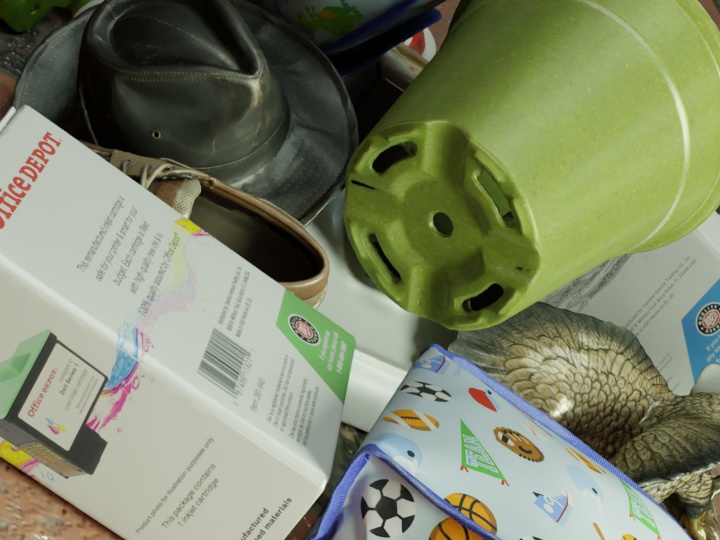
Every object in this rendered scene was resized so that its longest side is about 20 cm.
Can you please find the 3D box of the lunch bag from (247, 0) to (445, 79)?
[{"bbox_3d":[-0.005,-0.197,1.159,0.128,0.199,0.170,60,37,-7],"label":"lunch bag"}]

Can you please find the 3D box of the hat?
[{"bbox_3d":[-0.093,-0.106,1.014,0.199,0.081,0.202,4,52,-5],"label":"hat"}]

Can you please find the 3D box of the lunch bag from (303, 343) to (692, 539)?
[{"bbox_3d":[0.074,0.150,0.851,0.199,0.124,0.170,31,21,3],"label":"lunch bag"}]

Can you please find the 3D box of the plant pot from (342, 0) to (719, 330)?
[{"bbox_3d":[0.087,-0.062,1.046,0.200,0.200,0.190,42,42,9],"label":"plant pot"}]

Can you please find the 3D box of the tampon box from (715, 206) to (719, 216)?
[{"bbox_3d":[0.300,-0.052,1.346,0.126,0.200,0.150,37,26,-4],"label":"tampon box"}]

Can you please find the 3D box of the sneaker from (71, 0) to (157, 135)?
[{"bbox_3d":[-0.099,-0.088,1.108,0.200,0.077,0.082,39,28,1],"label":"sneaker"}]

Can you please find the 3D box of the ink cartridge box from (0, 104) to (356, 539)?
[{"bbox_3d":[-0.108,0.033,0.835,0.199,0.084,0.145,35,22,-10],"label":"ink cartridge box"}]

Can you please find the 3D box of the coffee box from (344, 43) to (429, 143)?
[{"bbox_3d":[0.035,-0.091,1.281,0.114,0.080,0.200,33,14,-11],"label":"coffee box"}]

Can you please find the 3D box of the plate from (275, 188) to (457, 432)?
[{"bbox_3d":[0.000,0.000,1.065,0.199,0.032,0.201,25,43,-33],"label":"plate"}]

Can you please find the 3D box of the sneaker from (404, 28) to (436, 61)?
[{"bbox_3d":[-0.010,-0.253,1.513,0.200,0.078,0.116,51,-5,30],"label":"sneaker"}]

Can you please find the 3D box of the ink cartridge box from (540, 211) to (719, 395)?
[{"bbox_3d":[0.185,0.015,1.257,0.084,0.145,0.200,10,36,-53],"label":"ink cartridge box"}]

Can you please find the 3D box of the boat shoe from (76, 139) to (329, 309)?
[{"bbox_3d":[-0.104,-0.028,0.931,0.199,0.072,0.076,20,61,-15],"label":"boat shoe"}]

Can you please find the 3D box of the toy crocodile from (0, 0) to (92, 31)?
[{"bbox_3d":[-0.197,-0.192,1.169,0.068,0.062,0.200,45,23,18],"label":"toy crocodile"}]

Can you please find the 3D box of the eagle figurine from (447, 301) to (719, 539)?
[{"bbox_3d":[0.155,0.098,1.054,0.200,0.151,0.152,46,40,-49],"label":"eagle figurine"}]
